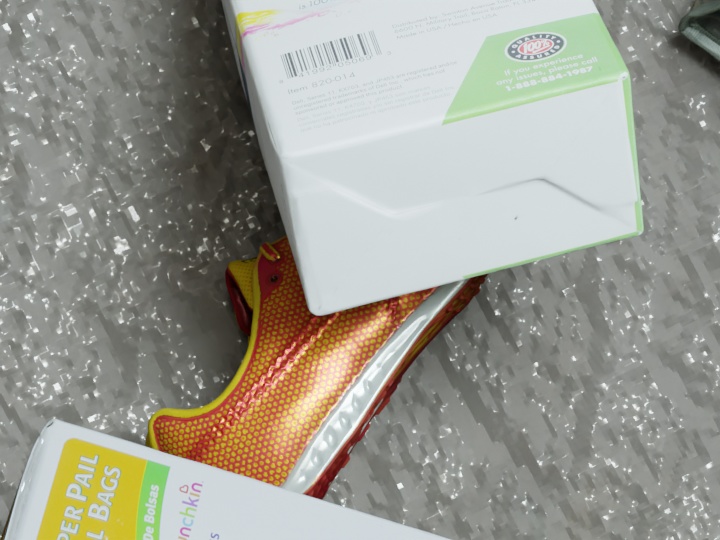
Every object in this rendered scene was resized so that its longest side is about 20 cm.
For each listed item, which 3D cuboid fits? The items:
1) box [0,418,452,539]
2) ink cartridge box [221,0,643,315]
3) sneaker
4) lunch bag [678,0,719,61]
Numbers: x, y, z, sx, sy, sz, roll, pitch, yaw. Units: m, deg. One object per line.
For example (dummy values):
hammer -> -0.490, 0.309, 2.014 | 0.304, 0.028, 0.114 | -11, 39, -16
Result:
box -> -0.029, 0.139, 0.925 | 0.199, 0.113, 0.102 | 18, 61, -7
ink cartridge box -> 0.016, -0.079, 0.983 | 0.117, 0.068, 0.200 | -14, 37, -3
sneaker -> 0.000, 0.000, 0.998 | 0.077, 0.073, 0.200 | 37, 69, 7
lunch bag -> 0.248, -0.103, 1.055 | 0.200, 0.118, 0.164 | 37, 71, -6
